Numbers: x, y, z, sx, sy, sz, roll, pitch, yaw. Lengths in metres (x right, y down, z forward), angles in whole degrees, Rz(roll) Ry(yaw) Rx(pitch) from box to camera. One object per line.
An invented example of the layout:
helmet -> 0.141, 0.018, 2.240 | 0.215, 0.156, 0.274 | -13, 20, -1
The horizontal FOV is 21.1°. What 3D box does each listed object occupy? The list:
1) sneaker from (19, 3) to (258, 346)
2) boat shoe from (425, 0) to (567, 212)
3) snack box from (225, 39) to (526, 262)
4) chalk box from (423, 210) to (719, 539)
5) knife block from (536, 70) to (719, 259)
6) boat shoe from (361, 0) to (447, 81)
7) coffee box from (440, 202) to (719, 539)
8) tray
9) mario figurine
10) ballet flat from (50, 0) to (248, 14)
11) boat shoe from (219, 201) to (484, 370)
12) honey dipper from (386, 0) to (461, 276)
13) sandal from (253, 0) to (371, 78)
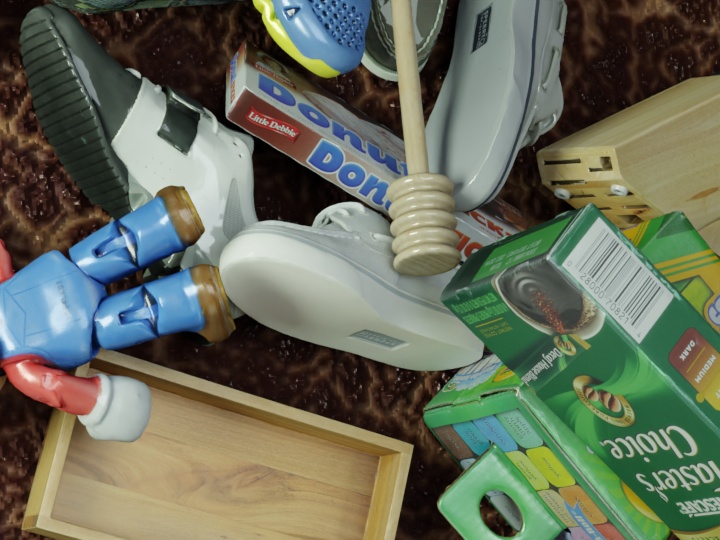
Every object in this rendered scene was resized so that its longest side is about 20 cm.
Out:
sneaker -> -0.107, -0.066, 1.048 | 0.088, 0.074, 0.201 | -39, 108, -25
boat shoe -> 0.086, -0.104, 1.125 | 0.066, 0.072, 0.201 | 37, 40, -26
snack box -> 0.012, -0.059, 1.101 | 0.199, 0.072, 0.024 | 31, 113, -17
chalk box -> 0.130, 0.084, 1.100 | 0.125, 0.124, 0.200 | 48, 66, -9
knife block -> 0.210, -0.090, 1.174 | 0.199, 0.064, 0.177 | 32, 69, -36
boat shoe -> 0.027, -0.215, 1.139 | 0.071, 0.060, 0.204 | 7, 78, -24
coffee box -> 0.144, 0.059, 0.978 | 0.200, 0.123, 0.044 | 45, 66, -11
tray -> -0.074, 0.117, 1.049 | 0.198, 0.037, 0.100 | 19, 73, -22
mario figurine -> -0.168, 0.025, 0.985 | 0.198, 0.107, 0.124 | -18, 44, -5
ballet flat -> -0.109, -0.174, 1.059 | 0.199, 0.074, 0.075 | -11, 85, -57
boat shoe -> 0.000, 0.000, 1.062 | 0.199, 0.072, 0.069 | 18, 60, -41
honey dipper -> 0.026, -0.096, 1.064 | 0.038, 0.038, 0.202 | 3, 67, -24
sandal -> -0.015, -0.205, 1.075 | 0.079, 0.086, 0.202 | 23, 59, -53
